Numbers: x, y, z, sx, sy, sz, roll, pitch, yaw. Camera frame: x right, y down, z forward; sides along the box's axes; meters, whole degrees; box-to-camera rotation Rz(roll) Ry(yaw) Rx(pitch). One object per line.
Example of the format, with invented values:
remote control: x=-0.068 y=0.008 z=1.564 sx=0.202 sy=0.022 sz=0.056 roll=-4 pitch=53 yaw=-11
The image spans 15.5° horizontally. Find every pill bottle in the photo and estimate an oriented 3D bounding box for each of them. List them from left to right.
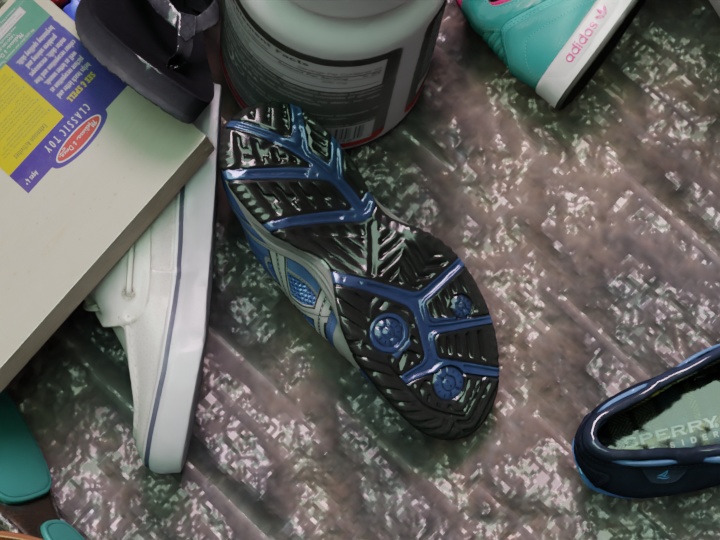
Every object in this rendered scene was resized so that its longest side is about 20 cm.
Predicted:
pill bottle: x=-0.012 y=-0.144 z=1.308 sx=0.113 sy=0.200 sz=0.115 roll=1 pitch=73 yaw=-4

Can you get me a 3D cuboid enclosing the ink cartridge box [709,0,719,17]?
ink cartridge box: x=0.229 y=-0.186 z=1.296 sx=0.146 sy=0.083 sz=0.200 roll=-39 pitch=114 yaw=-3

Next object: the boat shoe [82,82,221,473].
boat shoe: x=-0.111 y=0.002 z=1.348 sx=0.069 sy=0.071 sz=0.202 roll=4 pitch=89 yaw=-1

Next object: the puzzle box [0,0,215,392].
puzzle box: x=-0.184 y=-0.030 z=1.318 sx=0.133 sy=0.025 sz=0.200 roll=41 pitch=85 yaw=17

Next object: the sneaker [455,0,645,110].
sneaker: x=0.114 y=-0.197 z=1.376 sx=0.120 sy=0.084 sz=0.201 roll=35 pitch=85 yaw=6

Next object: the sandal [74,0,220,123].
sandal: x=-0.103 y=-0.140 z=1.341 sx=0.076 sy=0.201 sz=0.043 roll=32 pitch=113 yaw=-21

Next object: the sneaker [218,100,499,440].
sneaker: x=0.000 y=0.000 z=1.349 sx=0.076 sy=0.077 sz=0.201 roll=-36 pitch=91 yaw=-13

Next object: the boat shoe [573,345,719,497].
boat shoe: x=0.203 y=0.068 z=1.290 sx=0.199 sy=0.069 sz=0.085 roll=-26 pitch=74 yaw=2

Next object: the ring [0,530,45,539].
ring: x=-0.176 y=0.221 z=1.304 sx=0.199 sy=0.019 sz=0.202 roll=3 pitch=107 yaw=9

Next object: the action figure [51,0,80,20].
action figure: x=-0.160 y=-0.143 z=1.418 sx=0.065 sy=0.099 sz=0.201 roll=-16 pitch=96 yaw=1

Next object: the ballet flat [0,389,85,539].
ballet flat: x=-0.179 y=0.135 z=1.345 sx=0.072 sy=0.072 sz=0.201 roll=-36 pitch=73 yaw=-1
